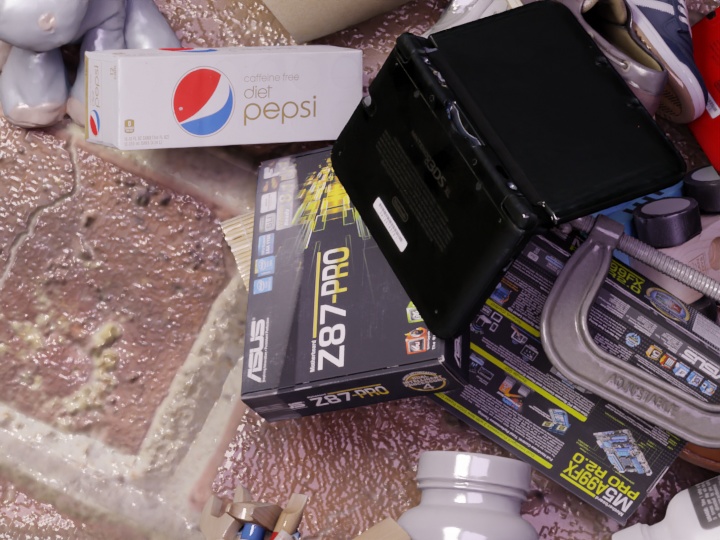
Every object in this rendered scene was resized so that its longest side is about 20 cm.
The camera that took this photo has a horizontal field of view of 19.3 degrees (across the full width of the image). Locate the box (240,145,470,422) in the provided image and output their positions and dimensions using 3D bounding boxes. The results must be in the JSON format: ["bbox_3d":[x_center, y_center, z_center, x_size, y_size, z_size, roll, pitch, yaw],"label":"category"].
[{"bbox_3d":[0.000,0.000,1.512,0.161,0.049,0.200,-12,58,26],"label":"box"}]

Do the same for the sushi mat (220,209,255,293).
[{"bbox_3d":[0.001,-0.033,1.592,0.200,0.012,0.096,-21,61,-6],"label":"sushi mat"}]

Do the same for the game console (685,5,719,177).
[{"bbox_3d":[0.339,-0.126,1.588,0.172,0.200,0.119,-36,123,11],"label":"game console"}]

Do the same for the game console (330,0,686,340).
[{"bbox_3d":[0.096,-0.072,1.459,0.116,0.176,0.200,8,38,-38],"label":"game console"}]

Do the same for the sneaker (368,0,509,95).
[{"bbox_3d":[0.078,-0.145,1.605,0.099,0.078,0.200,41,80,0],"label":"sneaker"}]

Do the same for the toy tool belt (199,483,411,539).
[{"bbox_3d":[-0.068,0.213,1.509,0.200,0.125,0.123,11,62,31],"label":"toy tool belt"}]

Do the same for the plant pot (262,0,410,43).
[{"bbox_3d":[0.001,-0.268,1.582,0.200,0.187,0.187,-39,85,4],"label":"plant pot"}]

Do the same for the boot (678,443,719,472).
[{"bbox_3d":[0.323,0.074,1.542,0.200,0.155,0.074,-3,49,-13],"label":"boot"}]

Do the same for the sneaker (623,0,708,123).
[{"bbox_3d":[0.232,-0.201,1.602,0.108,0.070,0.200,-25,54,-12],"label":"sneaker"}]

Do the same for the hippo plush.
[{"bbox_3d":[-0.198,-0.199,1.546,0.159,0.161,0.200,38,79,3],"label":"hippo plush"}]

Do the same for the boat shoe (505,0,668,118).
[{"bbox_3d":[0.166,-0.178,1.536,0.072,0.065,0.200,11,37,-36],"label":"boat shoe"}]

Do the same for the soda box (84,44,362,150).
[{"bbox_3d":[-0.098,-0.127,1.538,0.200,0.064,0.068,-5,102,-31],"label":"soda box"}]

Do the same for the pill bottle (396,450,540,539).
[{"bbox_3d":[0.072,0.234,1.518,0.109,0.109,0.200,8,79,-3],"label":"pill bottle"}]

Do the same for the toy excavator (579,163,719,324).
[{"bbox_3d":[0.172,-0.005,1.577,0.194,0.200,0.100,-30,114,-40],"label":"toy excavator"}]

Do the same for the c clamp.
[{"bbox_3d":[0.212,0.021,1.457,0.200,0.027,0.171,33,72,2],"label":"c clamp"}]

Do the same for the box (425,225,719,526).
[{"bbox_3d":[0.152,0.066,1.523,0.200,0.044,0.160,33,117,2],"label":"box"}]

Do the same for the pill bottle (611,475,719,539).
[{"bbox_3d":[0.290,0.197,1.524,0.200,0.116,0.116,-23,82,9],"label":"pill bottle"}]
